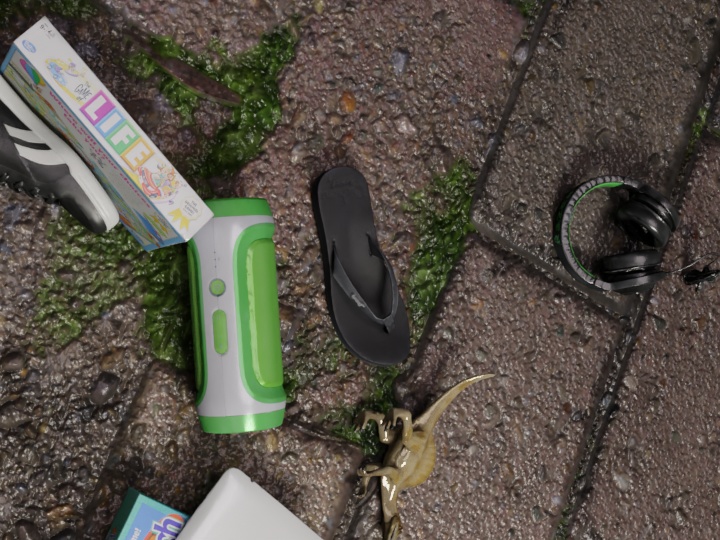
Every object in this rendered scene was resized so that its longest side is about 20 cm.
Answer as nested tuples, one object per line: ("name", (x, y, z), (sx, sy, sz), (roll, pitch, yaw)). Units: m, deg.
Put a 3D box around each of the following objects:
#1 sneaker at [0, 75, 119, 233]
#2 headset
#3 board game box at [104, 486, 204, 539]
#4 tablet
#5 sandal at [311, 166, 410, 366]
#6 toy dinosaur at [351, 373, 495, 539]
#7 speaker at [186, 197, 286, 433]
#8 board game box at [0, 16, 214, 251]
("sneaker", (-0.305, -0.082, 0.899), (0.112, 0.073, 0.200), (-45, 98, -16))
("headset", (0.303, -0.027, 1.190), (0.197, 0.094, 0.125), (20, 84, -7))
("board game box", (-0.149, 0.306, 0.963), (0.198, 0.045, 0.154), (30, 76, -20))
("tablet", (-0.125, 0.290, 0.943), (0.130, 0.014, 0.201), (42, 70, -17))
("sandal", (-0.001, 0.000, 1.047), (0.075, 0.043, 0.203), (-21, 96, -24))
("toy dinosaur", (0.046, 0.168, 1.066), (0.101, 0.058, 0.202), (33, 82, -35))
("speaker", (-0.112, 0.039, 0.967), (0.087, 0.088, 0.203), (-4, 89, -25))
("board game box", (-0.217, -0.105, 0.901), (0.034, 0.134, 0.201), (-45, 106, -20))
